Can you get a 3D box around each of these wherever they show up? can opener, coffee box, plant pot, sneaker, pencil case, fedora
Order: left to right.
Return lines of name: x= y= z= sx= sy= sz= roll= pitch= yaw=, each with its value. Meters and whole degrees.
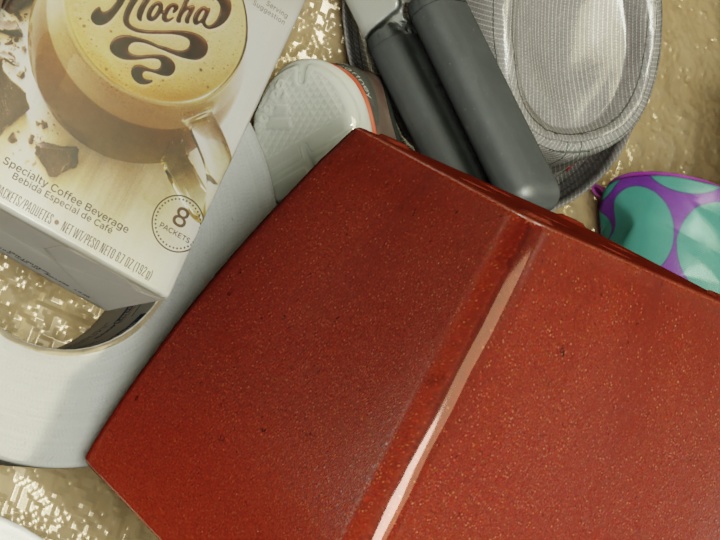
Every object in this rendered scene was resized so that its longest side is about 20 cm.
coffee box: x=-0.097 y=-0.099 z=0.848 sx=0.113 sy=0.080 sz=0.201 roll=29 pitch=74 yaw=-21
sneaker: x=0.000 y=0.000 z=0.968 sx=0.082 sy=0.077 sz=0.201 roll=-18 pitch=112 yaw=-57
can opener: x=0.019 y=-0.104 z=0.938 sx=0.067 sy=0.053 sz=0.201 roll=0 pitch=59 yaw=-51
plant pot: x=0.040 y=0.057 z=0.832 sx=0.199 sy=0.200 sz=0.177 roll=20 pitch=97 yaw=-35
fedora: x=0.084 y=-0.129 z=1.010 sx=0.176 sy=0.090 sz=0.201 roll=6 pitch=83 yaw=-27
pencil case: x=0.142 y=0.056 z=1.027 sx=0.085 sy=0.092 sz=0.201 roll=24 pitch=74 yaw=-47

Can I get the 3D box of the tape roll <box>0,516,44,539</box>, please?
tape roll: x=-0.194 y=0.194 z=0.855 sx=0.201 sy=0.071 sz=0.204 roll=2 pitch=85 yaw=-28

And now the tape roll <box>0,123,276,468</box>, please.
tape roll: x=-0.138 y=-0.015 z=0.902 sx=0.199 sy=0.066 sz=0.202 roll=3 pitch=84 yaw=-27
